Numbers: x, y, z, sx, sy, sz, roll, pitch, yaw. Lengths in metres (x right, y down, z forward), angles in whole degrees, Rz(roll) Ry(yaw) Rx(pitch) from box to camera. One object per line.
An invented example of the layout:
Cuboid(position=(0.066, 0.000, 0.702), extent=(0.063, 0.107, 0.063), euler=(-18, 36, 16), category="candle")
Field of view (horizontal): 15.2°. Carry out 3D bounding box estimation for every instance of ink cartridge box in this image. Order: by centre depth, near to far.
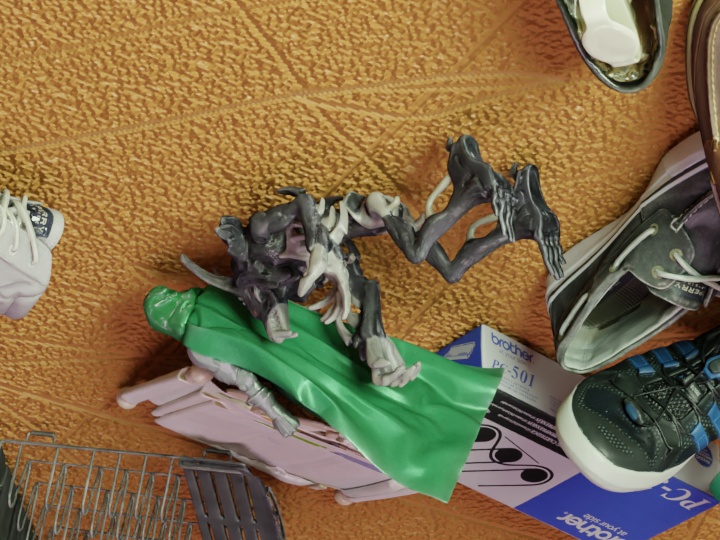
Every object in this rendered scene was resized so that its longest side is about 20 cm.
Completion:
Cuboid(position=(0.115, 0.105, 1.622), extent=(0.200, 0.044, 0.094), euler=(27, 137, -32), category="ink cartridge box")

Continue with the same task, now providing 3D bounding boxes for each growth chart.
Cuboid(position=(-0.046, 0.100, 1.596), extent=(0.200, 0.018, 0.145), euler=(26, 159, -29), category="growth chart")

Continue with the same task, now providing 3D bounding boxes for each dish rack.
Cuboid(position=(-0.147, 0.162, 1.670), extent=(0.200, 0.055, 0.154), euler=(5, 145, 10), category="dish rack")

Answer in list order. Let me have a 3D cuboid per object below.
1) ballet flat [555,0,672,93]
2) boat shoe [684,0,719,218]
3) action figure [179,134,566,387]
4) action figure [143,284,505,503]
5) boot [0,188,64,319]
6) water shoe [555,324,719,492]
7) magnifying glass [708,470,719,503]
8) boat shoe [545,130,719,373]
Cuboid(position=(0.109, -0.155, 1.254), extent=(0.068, 0.068, 0.200), euler=(-12, 141, 17), category="ballet flat")
Cuboid(position=(0.210, -0.052, 1.349), extent=(0.072, 0.068, 0.200), euler=(-12, 117, 3), category="boat shoe")
Cuboid(position=(0.000, 0.000, 1.433), extent=(0.200, 0.102, 0.119), euler=(-18, 152, 24), category="action figure")
Cuboid(position=(-0.029, 0.056, 1.496), extent=(0.200, 0.118, 0.055), euler=(26, 127, 2), category="action figure")
Cuboid(position=(-0.203, -0.036, 1.421), extent=(0.095, 0.074, 0.200), euler=(2, 152, -13), category="boot")
Cuboid(position=(0.186, 0.059, 1.494), extent=(0.200, 0.072, 0.079), euler=(-20, 154, -45), category="water shoe")
Cuboid(position=(0.240, 0.091, 1.531), extent=(0.080, 0.022, 0.200), euler=(-35, 166, -11), category="magnifying glass")
Cuboid(position=(0.174, -0.007, 1.449), extent=(0.072, 0.071, 0.200), euler=(20, 138, -24), category="boat shoe")
